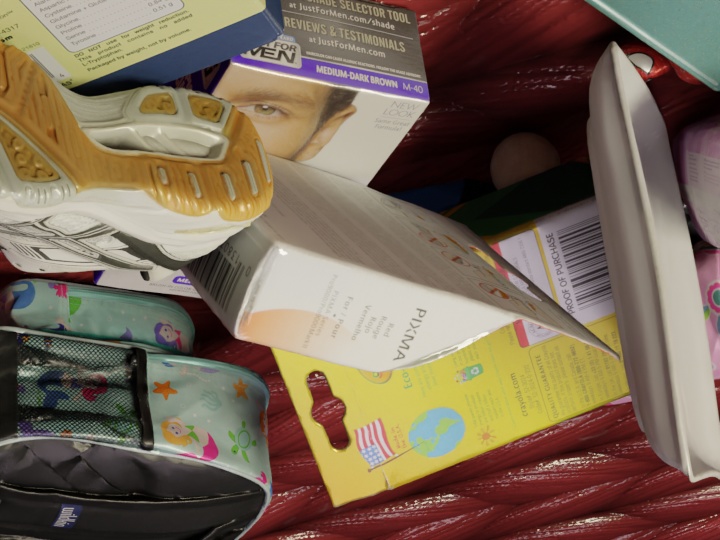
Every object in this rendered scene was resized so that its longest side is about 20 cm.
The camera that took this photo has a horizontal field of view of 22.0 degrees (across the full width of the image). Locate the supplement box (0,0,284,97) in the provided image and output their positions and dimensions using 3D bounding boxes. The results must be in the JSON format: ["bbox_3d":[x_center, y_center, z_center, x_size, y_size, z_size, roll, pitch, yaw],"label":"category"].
[{"bbox_3d":[-0.162,-0.159,0.694,0.198,0.136,0.200,-19,148,14],"label":"supplement box"}]

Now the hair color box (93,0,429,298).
[{"bbox_3d":[-0.058,-0.061,0.954,0.108,0.065,0.200,8,143,-25],"label":"hair color box"}]

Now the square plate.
[{"bbox_3d":[0.147,0.005,0.919,0.028,0.202,0.198,-10,171,14],"label":"square plate"}]

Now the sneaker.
[{"bbox_3d":[-0.131,-0.033,0.706,0.198,0.076,0.088,15,142,-36],"label":"sneaker"}]

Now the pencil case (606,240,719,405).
[{"bbox_3d":[0.151,0.040,1.132,0.198,0.088,0.087,-16,149,26],"label":"pencil case"}]

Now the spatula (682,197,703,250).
[{"bbox_3d":[0.213,0.010,1.177,0.056,0.021,0.201,-9,145,11],"label":"spatula"}]

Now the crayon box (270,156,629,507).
[{"bbox_3d":[0.054,0.034,1.006,0.198,0.051,0.128,-21,119,-2],"label":"crayon box"}]

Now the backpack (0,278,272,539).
[{"bbox_3d":[-0.153,0.101,1.106,0.198,0.152,0.178,12,146,-19],"label":"backpack"}]

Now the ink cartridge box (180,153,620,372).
[{"bbox_3d":[0.000,0.000,0.858,0.199,0.162,0.051,20,104,-34],"label":"ink cartridge box"}]

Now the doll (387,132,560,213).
[{"bbox_3d":[0.056,0.002,1.065,0.136,0.049,0.201,29,126,-1],"label":"doll"}]

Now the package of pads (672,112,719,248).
[{"bbox_3d":[0.234,-0.050,0.953,0.119,0.077,0.200,-14,-175,3],"label":"package of pads"}]

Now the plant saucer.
[{"bbox_3d":[0.124,-0.147,0.862,0.199,0.019,0.070,30,133,-27],"label":"plant saucer"}]

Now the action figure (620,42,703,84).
[{"bbox_3d":[0.226,-0.124,0.939,0.198,0.052,0.066,-10,141,6],"label":"action figure"}]
